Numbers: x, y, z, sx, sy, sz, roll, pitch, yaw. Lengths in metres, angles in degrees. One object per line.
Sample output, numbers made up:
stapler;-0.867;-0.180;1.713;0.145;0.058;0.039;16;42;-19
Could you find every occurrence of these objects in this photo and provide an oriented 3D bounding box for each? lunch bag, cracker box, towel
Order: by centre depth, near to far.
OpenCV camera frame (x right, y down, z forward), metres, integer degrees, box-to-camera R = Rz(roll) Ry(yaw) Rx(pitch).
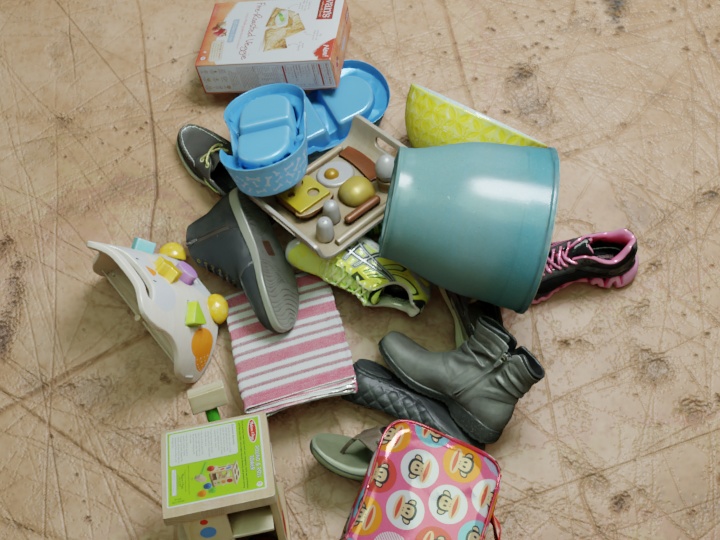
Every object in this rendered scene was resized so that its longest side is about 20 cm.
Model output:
lunch bag;0.077;0.284;1.225;0.174;0.082;0.202;23;69;4
towel;-0.091;0.090;1.390;0.145;0.030;0.201;-15;49;-3
cracker box;-0.120;-0.318;1.541;0.197;0.058;0.135;0;52;12

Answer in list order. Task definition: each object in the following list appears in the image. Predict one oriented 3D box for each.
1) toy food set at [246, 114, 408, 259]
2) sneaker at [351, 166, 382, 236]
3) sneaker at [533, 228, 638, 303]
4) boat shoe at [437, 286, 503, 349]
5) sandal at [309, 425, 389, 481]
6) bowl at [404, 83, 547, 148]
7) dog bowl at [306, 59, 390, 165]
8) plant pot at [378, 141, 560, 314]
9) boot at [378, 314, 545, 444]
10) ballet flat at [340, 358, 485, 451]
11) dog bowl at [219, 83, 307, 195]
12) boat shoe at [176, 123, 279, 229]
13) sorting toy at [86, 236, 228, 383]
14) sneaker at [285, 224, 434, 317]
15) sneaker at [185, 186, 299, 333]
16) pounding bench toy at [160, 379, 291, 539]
toy food set;-0.030;-0.114;1.403;0.199;0.061;0.143;-36;56;-25
sneaker;0.041;-0.077;1.461;0.198;0.074;0.084;14;65;17
sneaker;0.266;-0.015;1.414;0.198;0.096;0.080;-12;68;-2
boat shoe;0.148;0.038;1.399;0.073;0.065;0.202;-3;70;-35
sandal;0.038;0.216;1.325;0.198;0.080;0.058;7;110;-3
bowl;0.135;-0.158;1.449;0.199;0.200;0.109;28;102;13
dog bowl;-0.052;-0.214;1.532;0.198;0.050;0.112;-27;69;-10
plant pot;0.122;-0.064;1.312;0.186;0.200;0.202;10;67;-1
boot;0.125;0.103;1.340;0.199;0.067;0.131;38;117;20
ballet flat;0.066;0.178;1.367;0.199;0.066;0.057;30;114;14
dog bowl;-0.118;-0.168;1.410;0.110;0.050;0.201;-12;39;6
boat shoe;-0.182;-0.137;1.495;0.072;0.061;0.201;-41;72;-15
sorting toy;-0.263;0.024;1.355;0.107;0.180;0.200;-43;72;3
sneaker;0.000;0.000;1.398;0.198;0.076;0.077;14;39;-3
sneaker;-0.152;0.003;1.415;0.106;0.074;0.202;-31;67;28
pounding bench toy;-0.156;0.249;1.289;0.123;0.157;0.201;-11;40;-3
